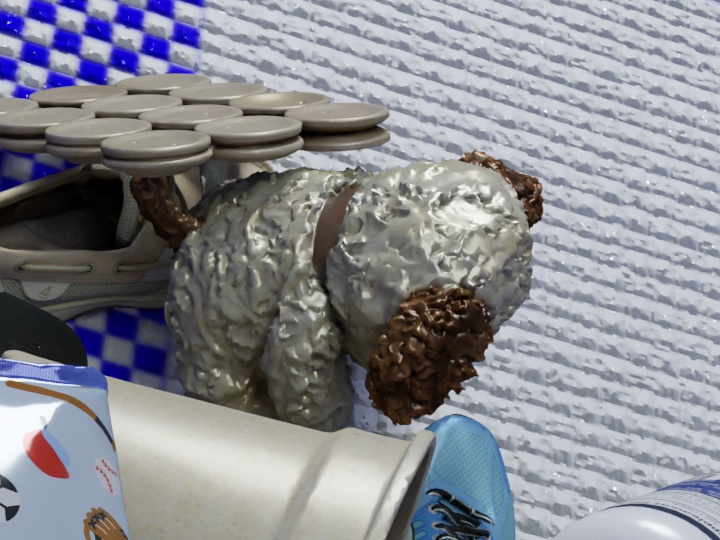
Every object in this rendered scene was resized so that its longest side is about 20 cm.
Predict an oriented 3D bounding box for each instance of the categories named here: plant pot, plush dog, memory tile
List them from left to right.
[{"bbox_3d":[-0.089,0.126,1.151,0.183,0.201,0.201,22,45,6],"label":"plant pot"},{"bbox_3d":[-0.094,-0.070,1.324,0.153,0.017,0.200,-12,15,-35],"label":"memory tile"},{"bbox_3d":[0.000,0.000,1.267,0.161,0.171,0.200,60,34,-31],"label":"plush dog"}]

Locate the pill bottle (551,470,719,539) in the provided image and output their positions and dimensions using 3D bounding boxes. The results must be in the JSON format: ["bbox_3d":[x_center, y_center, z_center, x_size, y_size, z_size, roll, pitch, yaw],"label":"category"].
[{"bbox_3d":[0.137,0.155,1.240,0.111,0.111,0.200,50,25,17],"label":"pill bottle"}]

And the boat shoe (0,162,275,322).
[{"bbox_3d":[-0.111,-0.024,1.331,0.199,0.065,0.072,-17,63,-37],"label":"boat shoe"}]

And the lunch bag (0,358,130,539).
[{"bbox_3d":[-0.179,0.114,0.956,0.199,0.124,0.170,7,45,-23],"label":"lunch bag"}]

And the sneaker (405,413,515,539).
[{"bbox_3d":[0.048,0.143,1.261,0.078,0.090,0.201,19,46,-14],"label":"sneaker"}]

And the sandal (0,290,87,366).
[{"bbox_3d":[-0.207,0.004,1.210,0.199,0.045,0.075,22,50,-13],"label":"sandal"}]
